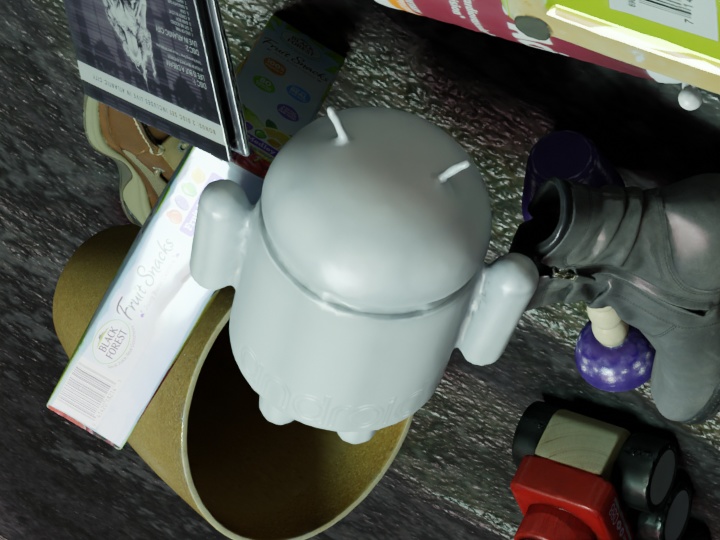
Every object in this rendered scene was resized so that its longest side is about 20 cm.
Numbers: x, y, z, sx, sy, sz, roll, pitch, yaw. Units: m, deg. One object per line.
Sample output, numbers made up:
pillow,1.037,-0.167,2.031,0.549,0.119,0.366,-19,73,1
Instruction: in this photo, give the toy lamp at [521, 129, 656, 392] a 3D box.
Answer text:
toy lamp,0.123,-0.005,1.552,0.058,0.058,0.200,17,153,25

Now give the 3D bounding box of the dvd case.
dvd case,-0.114,-0.161,1.403,0.149,0.016,0.201,26,133,52

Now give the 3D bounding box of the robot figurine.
robot figurine,0.000,0.000,1.422,0.169,0.113,0.200,11,139,-4

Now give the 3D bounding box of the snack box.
snack box,-0.088,-0.020,1.551,0.053,0.142,0.200,30,125,-5

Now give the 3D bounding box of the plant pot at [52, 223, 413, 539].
plant pot,-0.094,0.047,1.779,0.200,0.187,0.187,24,159,45

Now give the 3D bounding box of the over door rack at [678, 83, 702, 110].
over door rack,0.254,-0.035,1.336,0.200,0.067,0.147,41,154,-24

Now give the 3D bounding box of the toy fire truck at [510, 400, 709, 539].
toy fire truck,0.138,0.210,1.782,0.128,0.201,0.176,17,153,27

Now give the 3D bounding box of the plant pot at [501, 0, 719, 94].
plant pot,0.144,-0.175,1.043,0.198,0.182,0.200,21,156,18

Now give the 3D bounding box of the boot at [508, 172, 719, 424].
boot,0.134,0.010,1.487,0.131,0.070,0.200,-2,142,-8

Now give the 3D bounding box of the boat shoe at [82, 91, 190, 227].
boat shoe,-0.103,-0.081,1.648,0.073,0.076,0.200,15,160,14

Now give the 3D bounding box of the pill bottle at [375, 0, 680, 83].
pill bottle,0.105,-0.144,1.226,0.199,0.114,0.114,17,154,25
